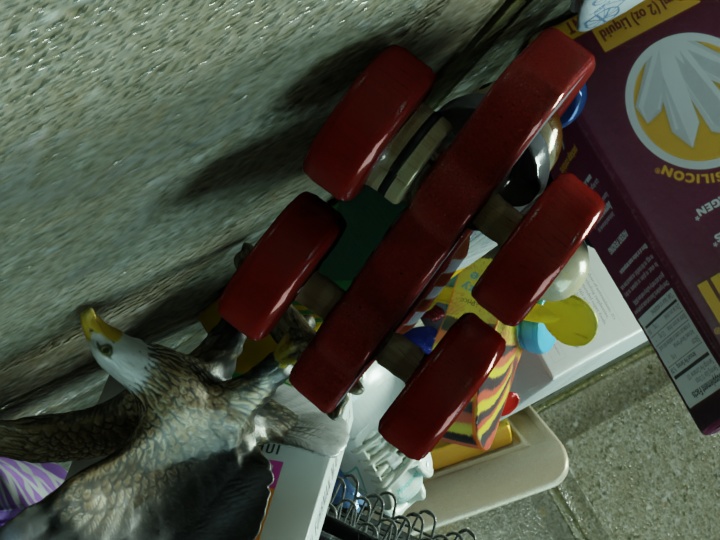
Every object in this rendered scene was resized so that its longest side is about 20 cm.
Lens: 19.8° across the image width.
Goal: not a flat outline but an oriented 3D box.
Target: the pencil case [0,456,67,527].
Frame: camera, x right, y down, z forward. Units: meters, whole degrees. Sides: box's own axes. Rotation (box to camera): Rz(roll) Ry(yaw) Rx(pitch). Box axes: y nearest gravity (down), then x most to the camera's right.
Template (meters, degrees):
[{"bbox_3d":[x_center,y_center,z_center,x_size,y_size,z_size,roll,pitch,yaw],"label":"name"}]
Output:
[{"bbox_3d":[-0.206,0.142,1.123,0.085,0.084,0.200,2,178,10],"label":"pencil case"}]

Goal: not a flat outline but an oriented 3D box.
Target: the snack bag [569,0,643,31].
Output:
[{"bbox_3d":[0.178,-0.175,0.852,0.199,0.021,0.189,-30,171,-4],"label":"snack bag"}]

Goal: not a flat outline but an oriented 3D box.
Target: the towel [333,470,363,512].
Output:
[{"bbox_3d":[-0.079,0.179,1.300,0.048,0.112,0.200,-34,-166,49],"label":"towel"}]

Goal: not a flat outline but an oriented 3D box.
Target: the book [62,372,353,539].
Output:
[{"bbox_3d":[-0.088,0.132,1.048,0.200,0.133,0.048,-74,165,-47],"label":"book"}]

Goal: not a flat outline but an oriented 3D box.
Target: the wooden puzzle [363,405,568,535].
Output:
[{"bbox_3d":[0.028,0.111,1.453,0.184,0.037,0.200,-17,-149,-11],"label":"wooden puzzle"}]

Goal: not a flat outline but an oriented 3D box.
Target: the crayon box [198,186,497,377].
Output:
[{"bbox_3d":[0.000,0.000,1.132,0.200,0.052,0.126,-38,168,36],"label":"crayon box"}]

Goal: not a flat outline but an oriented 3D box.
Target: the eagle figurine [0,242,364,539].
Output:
[{"bbox_3d":[-0.107,0.079,1.007,0.200,0.151,0.152,-41,-178,-1],"label":"eagle figurine"}]

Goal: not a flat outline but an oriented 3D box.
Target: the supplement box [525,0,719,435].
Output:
[{"bbox_3d":[0.168,-0.038,0.986,0.110,0.201,0.086,-28,170,-11],"label":"supplement box"}]

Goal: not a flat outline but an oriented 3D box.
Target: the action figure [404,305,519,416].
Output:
[{"bbox_3d":[0.038,0.057,1.383,0.052,0.066,0.200,-23,-163,-27],"label":"action figure"}]

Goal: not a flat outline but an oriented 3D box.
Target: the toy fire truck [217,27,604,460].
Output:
[{"bbox_3d":[0.039,-0.028,0.897,0.200,0.112,0.168,-56,177,33],"label":"toy fire truck"}]

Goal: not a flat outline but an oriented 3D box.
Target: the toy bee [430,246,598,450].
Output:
[{"bbox_3d":[0.077,0.000,1.250,0.130,0.201,0.109,-8,142,12],"label":"toy bee"}]

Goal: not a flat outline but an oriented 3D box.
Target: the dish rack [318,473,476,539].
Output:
[{"bbox_3d":[-0.007,0.150,1.170,0.200,0.153,0.055,3,108,-62],"label":"dish rack"}]

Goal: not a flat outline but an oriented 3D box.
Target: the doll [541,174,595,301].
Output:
[{"bbox_3d":[0.156,-0.060,1.063,0.200,0.136,0.048,-44,164,-6],"label":"doll"}]

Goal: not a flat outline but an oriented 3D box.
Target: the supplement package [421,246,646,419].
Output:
[{"bbox_3d":[0.153,0.001,1.406,0.199,0.122,0.120,-25,170,-27],"label":"supplement package"}]

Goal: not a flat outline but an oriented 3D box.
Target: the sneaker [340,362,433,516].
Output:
[{"bbox_3d":[0.013,0.098,1.255,0.070,0.080,0.200,-31,162,-3],"label":"sneaker"}]
